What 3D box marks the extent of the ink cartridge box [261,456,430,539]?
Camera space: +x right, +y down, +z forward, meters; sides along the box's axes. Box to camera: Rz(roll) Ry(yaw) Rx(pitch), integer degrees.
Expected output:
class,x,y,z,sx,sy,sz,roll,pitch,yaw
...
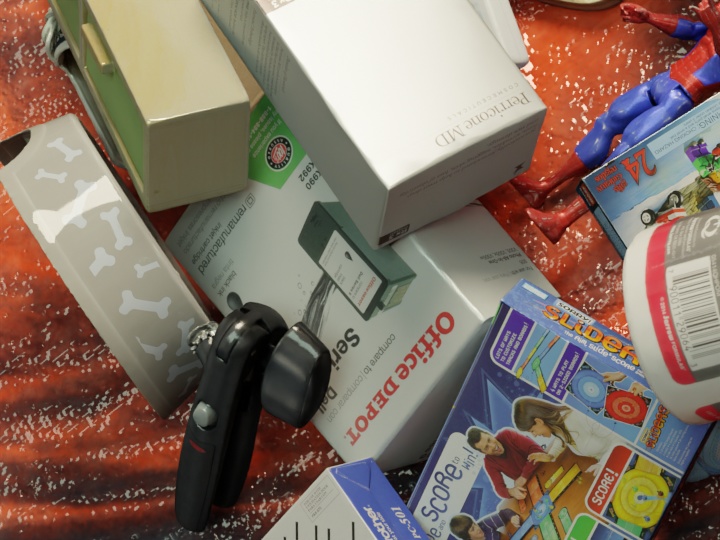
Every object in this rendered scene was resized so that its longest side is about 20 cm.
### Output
class,x,y,z,sx,sy,sz,roll,pitch,yaw
ink cartridge box,-0.036,0.208,1.661,0.094,0.044,0.200,54,126,20

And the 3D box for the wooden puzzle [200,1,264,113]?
class,x,y,z,sx,sy,sz,roll,pitch,yaw
wooden puzzle,-0.077,-0.182,1.764,0.200,0.037,0.185,-42,66,38

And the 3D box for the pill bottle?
class,x,y,z,sx,sy,sz,roll,pitch,yaw
pill bottle,0.246,0.006,1.467,0.200,0.111,0.111,-16,75,28

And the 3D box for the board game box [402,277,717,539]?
class,x,y,z,sx,sy,sz,roll,pitch,yaw
board game box,0.106,0.120,1.600,0.135,0.034,0.200,31,123,11

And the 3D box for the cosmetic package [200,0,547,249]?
class,x,y,z,sx,sy,sz,roll,pitch,yaw
cosmetic package,0.004,-0.125,1.607,0.113,0.081,0.200,-30,69,-19

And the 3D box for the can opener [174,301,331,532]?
class,x,y,z,sx,sy,sz,roll,pitch,yaw
can opener,-0.078,0.091,1.673,0.079,0.063,0.200,48,140,21

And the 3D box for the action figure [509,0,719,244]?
class,x,y,z,sx,sy,sz,roll,pitch,yaw
action figure,0.163,-0.112,1.649,0.200,0.099,0.065,-37,40,10

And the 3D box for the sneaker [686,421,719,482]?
class,x,y,z,sx,sy,sz,roll,pitch,yaw
sneaker,0.203,0.024,1.636,0.090,0.078,0.200,-1,82,2

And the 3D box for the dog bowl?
class,x,y,z,sx,sy,sz,roll,pitch,yaw
dog bowl,-0.148,-0.008,1.709,0.059,0.200,0.200,-34,70,-1

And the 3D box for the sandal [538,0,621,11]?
class,x,y,z,sx,sy,sz,roll,pitch,yaw
sandal,0.059,-0.203,1.722,0.212,0.070,0.078,10,84,23

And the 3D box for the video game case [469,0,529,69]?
class,x,y,z,sx,sy,sz,roll,pitch,yaw
video game case,0.007,-0.177,1.712,0.182,0.023,0.200,-32,72,45

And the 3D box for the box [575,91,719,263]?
class,x,y,z,sx,sy,sz,roll,pitch,yaw
box,0.242,-0.044,1.590,0.200,0.038,0.137,-32,83,-6

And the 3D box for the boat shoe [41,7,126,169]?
class,x,y,z,sx,sy,sz,roll,pitch,yaw
boat shoe,-0.164,-0.148,1.777,0.071,0.070,0.200,-36,70,41

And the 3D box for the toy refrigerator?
class,x,y,z,sx,sy,sz,roll,pitch,yaw
toy refrigerator,-0.132,-0.133,1.673,0.070,0.076,0.200,-14,51,-16

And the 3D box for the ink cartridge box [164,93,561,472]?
class,x,y,z,sx,sy,sz,roll,pitch,yaw
ink cartridge box,0.000,0.000,1.675,0.200,0.084,0.146,49,124,20
